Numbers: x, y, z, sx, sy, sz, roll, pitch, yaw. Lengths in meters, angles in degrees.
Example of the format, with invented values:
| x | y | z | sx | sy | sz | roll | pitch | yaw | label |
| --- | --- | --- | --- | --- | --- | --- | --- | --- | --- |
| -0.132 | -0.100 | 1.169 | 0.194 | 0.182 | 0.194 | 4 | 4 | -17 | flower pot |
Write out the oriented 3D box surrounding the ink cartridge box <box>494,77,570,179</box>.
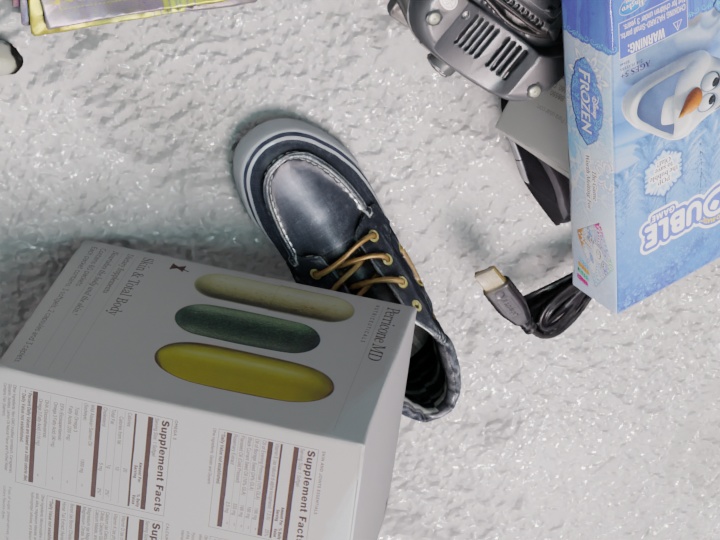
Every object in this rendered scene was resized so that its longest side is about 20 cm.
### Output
| x | y | z | sx | sy | sz | roll | pitch | yaw | label |
| --- | --- | --- | --- | --- | --- | --- | --- | --- | --- |
| 0.187 | -0.129 | 1.220 | 0.146 | 0.084 | 0.200 | 24 | 99 | -45 | ink cartridge box |

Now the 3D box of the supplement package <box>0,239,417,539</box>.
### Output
| x | y | z | sx | sy | sz | roll | pitch | yaw | label |
| --- | --- | --- | --- | --- | --- | --- | --- | --- | --- |
| -0.087 | 0.097 | 1.202 | 0.200 | 0.152 | 0.151 | 12 | 120 | 7 | supplement package |

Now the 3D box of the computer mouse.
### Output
| x | y | z | sx | sy | sz | roll | pitch | yaw | label |
| --- | --- | --- | --- | --- | --- | --- | --- | --- | --- |
| 0.107 | -0.053 | 1.289 | 0.140 | 0.046 | 0.200 | -44 | 134 | -11 | computer mouse |

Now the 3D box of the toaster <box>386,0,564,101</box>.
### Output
| x | y | z | sx | sy | sz | roll | pitch | yaw | label |
| --- | --- | --- | --- | --- | --- | --- | --- | --- | --- |
| 0.091 | -0.199 | 1.148 | 0.114 | 0.129 | 0.200 | 30 | 107 | -34 | toaster |

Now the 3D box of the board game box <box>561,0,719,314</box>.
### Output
| x | y | z | sx | sy | sz | roll | pitch | yaw | label |
| --- | --- | --- | --- | --- | --- | --- | --- | --- | --- |
| 0.197 | -0.103 | 1.151 | 0.200 | 0.043 | 0.199 | -28 | 132 | -25 | board game box |

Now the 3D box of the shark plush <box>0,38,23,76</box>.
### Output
| x | y | z | sx | sy | sz | roll | pitch | yaw | label |
| --- | --- | --- | --- | --- | --- | --- | --- | --- | --- |
| -0.266 | -0.098 | 1.113 | 0.083 | 0.091 | 0.200 | -28 | 139 | 35 | shark plush |

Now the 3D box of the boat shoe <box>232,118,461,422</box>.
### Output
| x | y | z | sx | sy | sz | roll | pitch | yaw | label |
| --- | --- | --- | --- | --- | --- | --- | --- | --- | --- |
| 0.000 | 0.000 | 1.260 | 0.071 | 0.091 | 0.200 | -35 | 126 | 2 | boat shoe |

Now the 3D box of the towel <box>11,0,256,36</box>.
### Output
| x | y | z | sx | sy | sz | roll | pitch | yaw | label |
| --- | --- | --- | --- | --- | --- | --- | --- | --- | --- |
| -0.113 | -0.221 | 1.120 | 0.143 | 0.023 | 0.200 | -7 | 123 | -16 | towel |
